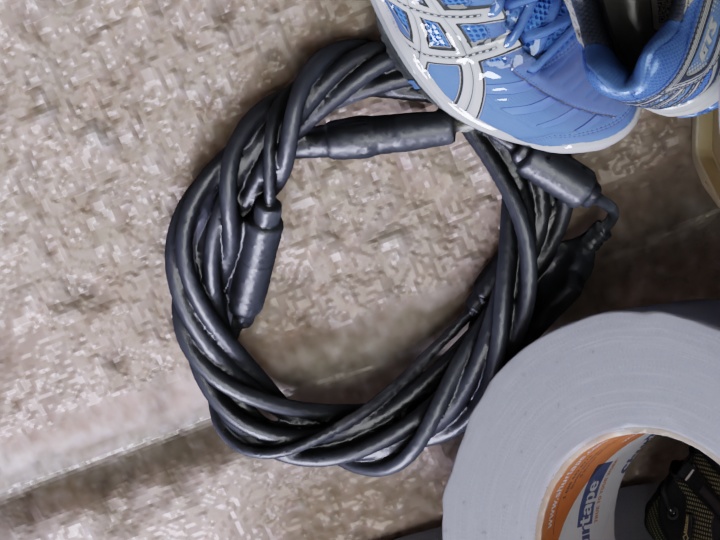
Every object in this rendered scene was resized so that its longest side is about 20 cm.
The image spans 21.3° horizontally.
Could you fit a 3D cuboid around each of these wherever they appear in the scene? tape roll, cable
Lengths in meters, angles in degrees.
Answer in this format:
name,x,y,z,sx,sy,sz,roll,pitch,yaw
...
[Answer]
name,x,y,z,sx,sy,sz,roll,pitch,yaw
tape roll,0.132,0.113,0.780,0.066,0.200,0.200,-5,128,-54
cable,0.000,0.000,0.803,0.163,0.051,0.200,39,106,-23

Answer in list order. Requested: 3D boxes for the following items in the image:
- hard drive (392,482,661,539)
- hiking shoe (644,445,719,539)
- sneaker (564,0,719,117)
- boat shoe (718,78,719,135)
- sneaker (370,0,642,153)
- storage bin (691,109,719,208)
name,x,y,z,sx,sy,sz,roll,pitch,yaw
hard drive,0.063,0.181,0.909,0.200,0.042,0.135,-14,118,-1
hiking shoe,0.166,0.085,0.833,0.101,0.076,0.200,-7,79,33
sneaker,0.096,-0.152,0.686,0.077,0.085,0.200,-10,94,35
boat shoe,0.171,-0.006,0.666,0.074,0.060,0.200,-7,92,2
sneaker,0.037,-0.114,0.722,0.200,0.077,0.076,41,82,-22
storage bin,0.244,-0.113,0.760,0.200,0.094,0.199,-5,118,-6
